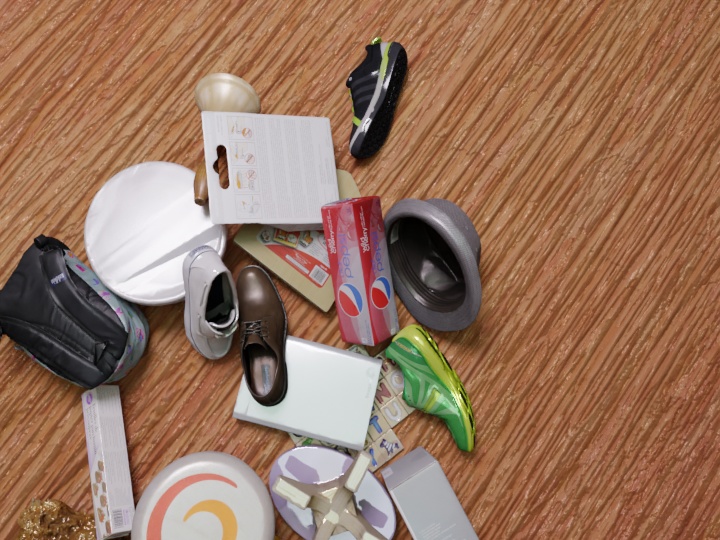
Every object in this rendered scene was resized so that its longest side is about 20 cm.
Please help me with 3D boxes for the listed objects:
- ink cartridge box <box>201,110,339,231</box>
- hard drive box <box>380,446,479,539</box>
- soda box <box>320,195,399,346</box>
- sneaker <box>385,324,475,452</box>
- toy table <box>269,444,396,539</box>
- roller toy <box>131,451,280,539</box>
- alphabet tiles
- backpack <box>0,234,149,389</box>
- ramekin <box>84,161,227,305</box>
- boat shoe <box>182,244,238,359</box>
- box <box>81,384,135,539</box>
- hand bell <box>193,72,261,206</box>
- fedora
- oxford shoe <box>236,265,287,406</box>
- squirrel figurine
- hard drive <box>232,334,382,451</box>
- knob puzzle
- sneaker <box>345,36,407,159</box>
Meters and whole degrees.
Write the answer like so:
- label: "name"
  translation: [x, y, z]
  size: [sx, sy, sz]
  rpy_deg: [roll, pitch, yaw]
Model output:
- label: "ink cartridge box"
  translation: [-0.129, -0.140, 0.909]
  size: [0.195, 0.050, 0.167]
  rpy_deg: [-4, 81, -25]
- label: "hard drive box"
  translation: [0.110, 0.355, 0.851]
  size: [0.076, 0.156, 0.203]
  rpy_deg: [-27, 83, -6]
- label: "soda box"
  translation: [0.000, 0.000, 0.902]
  size: [0.063, 0.069, 0.206]
  rpy_deg: [-21, 106, -45]
- label: "sneaker"
  translation: [0.105, 0.177, 0.926]
  size: [0.083, 0.074, 0.203]
  rpy_deg: [-31, 91, 16]
- label: "toy table"
  translation: [-0.039, 0.327, 0.860]
  size: [0.195, 0.117, 0.188]
  rpy_deg: [18, 83, 0]
- label: "roller toy"
  translation: [-0.204, 0.339, 0.843]
  size: [0.195, 0.140, 0.187]
  rpy_deg: [-6, 77, -14]
- label: "alphabet tiles"
  translation: [-0.008, 0.214, 0.941]
  size: [0.198, 0.008, 0.169]
  rpy_deg: [-35, 84, -7]
- label: "backpack"
  translation: [-0.395, 0.069, 0.880]
  size: [0.198, 0.127, 0.169]
  rpy_deg: [36, 96, 3]
- label: "ramekin"
  translation: [-0.288, -0.044, 0.914]
  size: [0.196, 0.094, 0.208]
  rpy_deg: [2, 76, -6]
- label: "boat shoe"
  translation: [-0.200, 0.061, 0.861]
  size: [0.073, 0.203, 0.065]
  rpy_deg: [-32, 53, -28]
- label: "box"
  translation: [-0.346, 0.260, 0.865]
  size: [0.038, 0.041, 0.204]
  rpy_deg: [-31, 64, 29]
- label: "hand bell"
  translation: [-0.207, -0.175, 0.901]
  size: [0.101, 0.105, 0.204]
  rpy_deg: [6, 54, -2]
- label: "fedora"
  translation: [0.117, -0.022, 0.922]
  size: [0.090, 0.175, 0.203]
  rpy_deg: [-36, 102, -36]
- label: "oxford shoe"
  translation: [-0.140, 0.086, 0.889]
  size: [0.071, 0.085, 0.205]
  rpy_deg: [-13, 76, -1]
- label: "squirrel figurine"
  translation: [-0.422, 0.414, 0.839]
  size: [0.181, 0.142, 0.205]
  rpy_deg: [1, 67, 7]
- label: "hard drive"
  translation: [-0.076, 0.174, 0.926]
  size: [0.195, 0.026, 0.135]
  rpy_deg: [14, 78, 3]
- label: "knob puzzle"
  translation: [-0.072, -0.069, 0.967]
  size: [0.214, 0.030, 0.226]
  rpy_deg: [4, 78, -17]
- label: "sneaker"
  translation: [0.011, -0.273, 1.000]
  size: [0.081, 0.072, 0.204]
  rpy_deg: [16, 79, 24]
